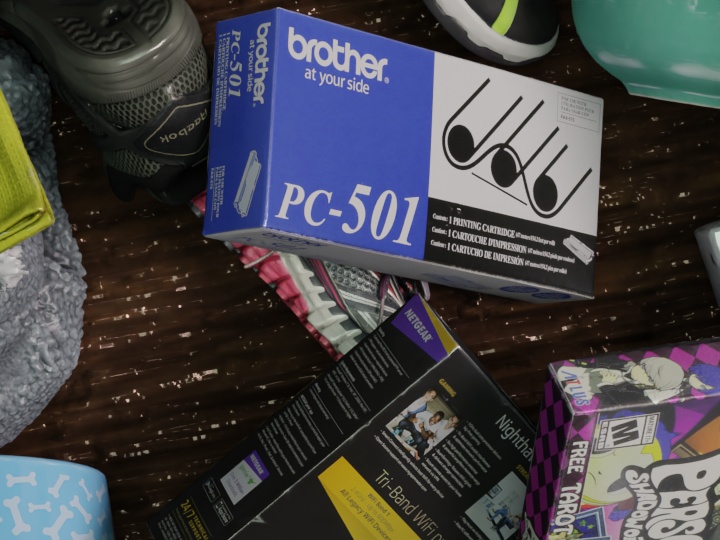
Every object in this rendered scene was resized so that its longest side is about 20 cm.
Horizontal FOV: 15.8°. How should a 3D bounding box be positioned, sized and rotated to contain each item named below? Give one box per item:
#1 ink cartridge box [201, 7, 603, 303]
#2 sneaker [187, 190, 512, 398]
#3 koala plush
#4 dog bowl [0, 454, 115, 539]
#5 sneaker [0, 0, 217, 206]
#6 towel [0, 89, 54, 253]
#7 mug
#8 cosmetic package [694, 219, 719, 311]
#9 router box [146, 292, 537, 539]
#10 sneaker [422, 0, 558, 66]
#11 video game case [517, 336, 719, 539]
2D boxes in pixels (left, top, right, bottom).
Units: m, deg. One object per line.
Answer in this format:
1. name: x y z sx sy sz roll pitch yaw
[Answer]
1. ink cartridge box: 0.023 -0.046 1.129 0.199 0.044 0.095 11 79 -41
2. sneaker: 0.000 0.000 1.182 0.075 0.081 0.200 -43 89 0
3. koala plush: -0.207 0.002 1.130 0.177 0.200 0.185 -20 90 2
4. dog bowl: -0.206 0.113 1.182 0.199 0.112 0.050 2 77 3
5. sneaker: -0.114 -0.095 1.159 0.076 0.199 0.115 -33 128 -12
6. towel: -0.224 -0.010 1.030 0.199 0.018 0.086 -27 70 4
7. mug: 0.184 -0.124 1.137 0.184 0.152 0.115 10 94 2
8. cosmetic package: 0.263 -0.002 1.175 0.199 0.071 0.102 -18 92 2
9. router box: 0.028 0.130 1.148 0.157 0.052 0.200 -39 124 2
10. sneaker: 0.049 -0.173 1.138 0.083 0.072 0.200 -25 127 22
11. video game case: 0.154 0.110 1.106 0.180 0.036 0.201 -7 132 -16
